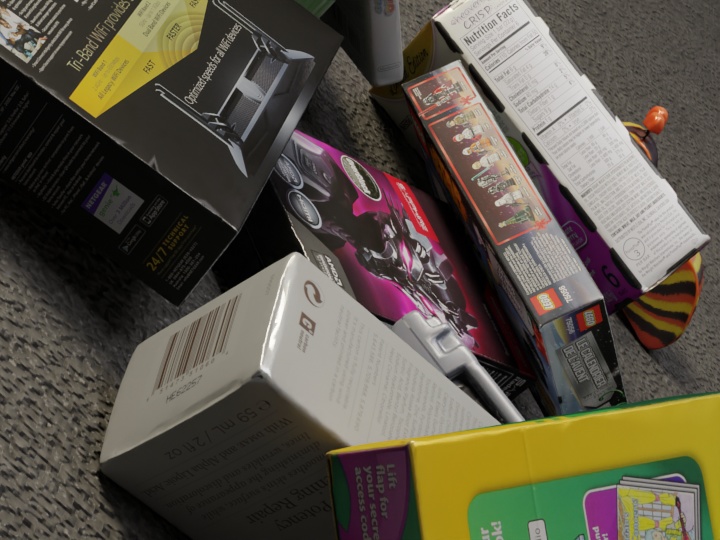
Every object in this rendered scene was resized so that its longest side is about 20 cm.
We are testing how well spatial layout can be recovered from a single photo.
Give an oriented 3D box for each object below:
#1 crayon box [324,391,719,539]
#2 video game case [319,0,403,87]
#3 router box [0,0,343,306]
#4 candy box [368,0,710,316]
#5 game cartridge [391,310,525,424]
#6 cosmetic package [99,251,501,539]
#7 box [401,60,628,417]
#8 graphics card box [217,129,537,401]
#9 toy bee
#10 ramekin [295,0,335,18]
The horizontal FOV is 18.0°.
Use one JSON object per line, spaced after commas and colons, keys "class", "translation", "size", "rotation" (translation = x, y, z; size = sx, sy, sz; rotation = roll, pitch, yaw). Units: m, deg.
{"class": "crayon box", "translation": [0.081, 0.156, 0.870], "size": [0.172, 0.058, 0.201], "rotation": [-5, 85, -38]}
{"class": "video game case", "translation": [-0.025, -0.229, 1.295], "size": [0.200, 0.023, 0.183], "rotation": [-123, -157, -51]}
{"class": "router box", "translation": [-0.103, -0.093, 1.015], "size": [0.157, 0.052, 0.200], "rotation": [37, 31, -7]}
{"class": "candy box", "translation": [0.102, -0.064, 1.350], "size": [0.200, 0.061, 0.136], "rotation": [53, -21, 2]}
{"class": "game cartridge", "translation": [0.085, 0.119, 1.066], "size": [0.200, 0.041, 0.133], "rotation": [52, -3, 27]}
{"class": "cosmetic package", "translation": [0.002, 0.091, 0.927], "size": [0.200, 0.101, 0.074], "rotation": [40, 41, -25]}
{"class": "box", "translation": [0.086, -0.001, 1.236], "size": [0.137, 0.040, 0.201], "rotation": [70, -5, -48]}
{"class": "graphics card box", "translation": [0.000, 0.000, 1.153], "size": [0.200, 0.051, 0.126], "rotation": [22, 36, -51]}
{"class": "toy bee", "translation": [0.173, -0.050, 1.505], "size": [0.200, 0.109, 0.131], "rotation": [42, 25, -24]}
{"class": "ramekin", "translation": [-0.095, -0.189, 1.190], "size": [0.200, 0.098, 0.200], "rotation": [42, 23, -23]}
